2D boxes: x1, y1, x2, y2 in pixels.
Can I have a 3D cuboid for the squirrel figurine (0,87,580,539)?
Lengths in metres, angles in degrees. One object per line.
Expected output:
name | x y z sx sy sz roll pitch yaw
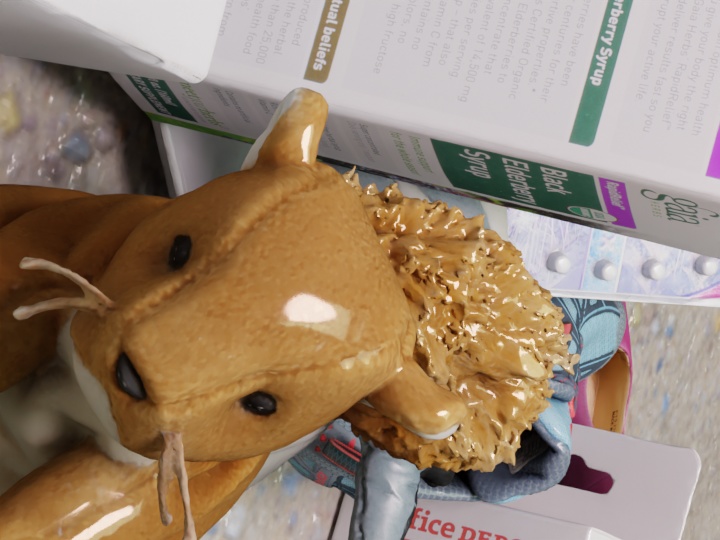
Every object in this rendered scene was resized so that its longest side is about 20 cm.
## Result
squirrel figurine | -0.036 0.014 0.765 0.200 0.187 0.142 -19 83 -39

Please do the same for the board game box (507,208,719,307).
board game box | 0.104 -0.085 0.994 0.200 0.026 0.200 4 101 -24

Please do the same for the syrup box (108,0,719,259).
syrup box | 0.031 -0.068 0.826 0.079 0.200 0.082 51 55 -75

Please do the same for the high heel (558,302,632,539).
high heel | 0.108 0.077 1.104 0.067 0.096 0.200 56 39 -45

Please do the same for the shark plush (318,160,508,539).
shark plush | 0.000 0.000 0.900 0.083 0.091 0.200 3 90 -16

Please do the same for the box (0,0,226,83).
box | -0.099 -0.170 0.752 0.152 0.106 0.200 23 81 -55

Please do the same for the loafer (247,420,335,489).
loafer | -0.072 0.055 0.890 0.200 0.070 0.070 -32 85 -36

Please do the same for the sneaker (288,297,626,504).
sneaker | 0.043 0.051 1.020 0.200 0.095 0.079 -15 135 -49

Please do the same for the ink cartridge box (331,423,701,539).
ink cartridge box | 0.040 0.145 1.035 0.068 0.115 0.200 27 77 -51

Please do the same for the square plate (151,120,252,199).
square plate | -0.021 -0.114 0.949 0.200 0.028 0.198 -44 133 -39
